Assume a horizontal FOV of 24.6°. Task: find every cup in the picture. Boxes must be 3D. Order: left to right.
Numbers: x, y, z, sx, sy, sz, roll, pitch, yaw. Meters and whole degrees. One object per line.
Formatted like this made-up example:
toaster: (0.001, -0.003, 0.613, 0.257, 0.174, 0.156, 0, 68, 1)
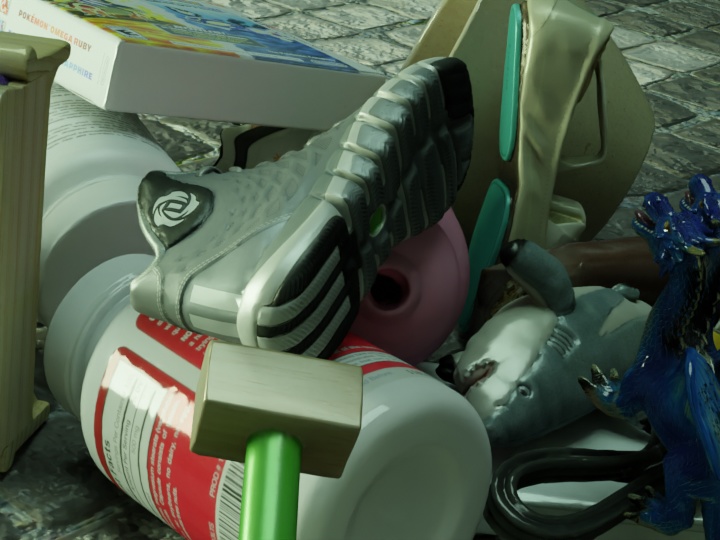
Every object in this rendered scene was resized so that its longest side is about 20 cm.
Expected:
cup: (0.098, -0.092, 1.035, 0.143, 0.201, 0.200, 28, 22, -8)

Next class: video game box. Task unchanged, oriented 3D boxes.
video game box: (-0.115, -0.133, 0.997, 0.199, 0.047, 0.182, 1, 18, -43)

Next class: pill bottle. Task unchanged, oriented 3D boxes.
pill bottle: (-0.153, -0.032, 0.919, 0.113, 0.114, 0.200, -4, 25, -22)
pill bottle: (-0.049, 0.066, 0.717, 0.112, 0.113, 0.200, -15, 31, -40)

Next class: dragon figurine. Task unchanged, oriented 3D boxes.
dragon figurine: (0.148, 0.062, 0.679, 0.059, 0.099, 0.201, -8, 68, -24)

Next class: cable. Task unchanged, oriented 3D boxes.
cable: (0.143, 0.091, 0.752, 0.199, 0.050, 0.097, -29, 68, -31)

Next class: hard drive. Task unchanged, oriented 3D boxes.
hard drive: (0.121, 0.092, 0.804, 0.199, 0.026, 0.132, 7, 23, 1)

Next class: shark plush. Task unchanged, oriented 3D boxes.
shark plush: (0.124, 0.058, 0.818, 0.199, 0.091, 0.083, 14, 34, -37)

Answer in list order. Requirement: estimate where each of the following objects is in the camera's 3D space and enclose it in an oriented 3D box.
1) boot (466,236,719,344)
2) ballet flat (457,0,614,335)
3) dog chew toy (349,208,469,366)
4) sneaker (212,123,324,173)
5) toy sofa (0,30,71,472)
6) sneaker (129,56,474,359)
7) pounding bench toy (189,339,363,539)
boot: (0.168, -0.009, 0.878, 0.199, 0.186, 0.064, -2, 59, -37)
ballet flat: (0.101, -0.051, 0.912, 0.069, 0.201, 0.070, 8, 21, -3)
dog chew toy: (0.000, 0.000, 0.827, 0.124, 0.125, 0.200, 2, 6, -8)
sneaker: (-0.048, -0.088, 1.090, 0.080, 0.074, 0.200, 16, 13, 1)
toy sofa: (-0.190, -0.009, 0.751, 0.082, 0.201, 0.098, 9, 18, 7)
sneaker: (-0.033, -0.039, 0.706, 0.115, 0.075, 0.200, 10, 36, 25)
pounding bench toy: (-0.032, 0.138, 0.441, 0.123, 0.201, 0.156, 3, 22, -7)
